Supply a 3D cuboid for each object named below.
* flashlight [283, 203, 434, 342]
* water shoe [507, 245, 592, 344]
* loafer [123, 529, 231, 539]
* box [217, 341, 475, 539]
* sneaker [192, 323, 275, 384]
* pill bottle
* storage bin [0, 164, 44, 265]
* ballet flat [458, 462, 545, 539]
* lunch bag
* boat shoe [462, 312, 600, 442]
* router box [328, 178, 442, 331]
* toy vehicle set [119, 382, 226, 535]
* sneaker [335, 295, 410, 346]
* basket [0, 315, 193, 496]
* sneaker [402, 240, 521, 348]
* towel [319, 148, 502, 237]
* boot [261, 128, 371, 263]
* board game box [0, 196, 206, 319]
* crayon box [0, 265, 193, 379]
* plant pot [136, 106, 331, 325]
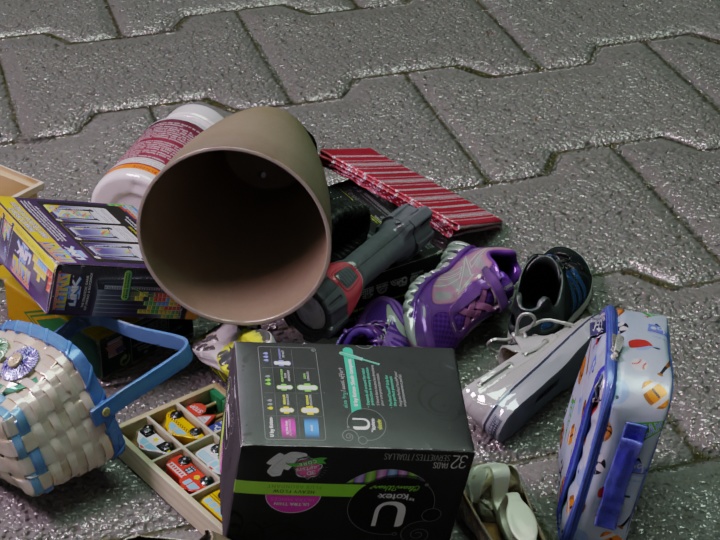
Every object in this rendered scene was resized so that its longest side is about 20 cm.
[{"bbox_3d":[0.000,0.000,1.710,0.067,0.069,0.200,11,32,31],"label":"flashlight"},{"bbox_3d":[0.206,0.013,1.778,0.071,0.080,0.200,9,33,14],"label":"water shoe"},{"bbox_3d":[-0.117,0.259,1.391,0.198,0.070,0.075,3,31,5],"label":"loafer"},{"bbox_3d":[-0.018,0.156,1.444,0.198,0.149,0.125,2,42,-10],"label":"box"},{"bbox_3d":[-0.112,0.098,1.660,0.074,0.085,0.200,-32,16,-5],"label":"sneaker"},{"bbox_3d":[-0.223,-0.108,1.947,0.113,0.115,0.200,9,33,15],"label":"pill bottle"},{"bbox_3d":[-0.489,-0.049,1.873,0.197,0.095,0.200,21,38,31],"label":"storage bin"},{"bbox_3d":[0.128,0.211,1.469,0.067,0.068,0.200,-8,32,-13],"label":"ballet flat"},{"bbox_3d":[0.220,0.137,1.462,0.075,0.202,0.161,11,32,3],"label":"lunch bag"},{"bbox_3d":[0.164,0.088,1.659,0.086,0.075,0.202,37,52,21],"label":"boat shoe"},{"bbox_3d":[-0.022,-0.018,1.847,0.149,0.063,0.200,-17,35,-26],"label":"router box"},{"bbox_3d":[-0.129,0.181,1.559,0.124,0.027,0.199,-23,38,-32],"label":"toy vehicle set"},{"bbox_3d":[0.013,0.080,1.670,0.080,0.084,0.200,6,31,10],"label":"sneaker"},{"bbox_3d":[-0.274,0.108,1.557,0.175,0.140,0.199,9,34,44],"label":"basket"},{"bbox_3d":[0.110,0.029,1.735,0.088,0.081,0.200,-4,27,29],"label":"sneaker"},{"bbox_3d":[0.055,-0.091,1.930,0.199,0.023,0.144,30,17,21],"label":"towel"},{"bbox_3d":[-0.054,-0.080,1.807,0.156,0.080,0.212,7,43,25],"label":"boot"},{"bbox_3d":[-0.272,-0.013,1.700,0.164,0.057,0.200,2,20,-32],"label":"board game box"},{"bbox_3d":[-0.287,0.032,1.780,0.126,0.051,0.199,-27,41,-37],"label":"crayon box"},{"bbox_3d":[-0.106,-0.079,1.647,0.185,0.189,0.201,3,30,6],"label":"plant pot"}]
